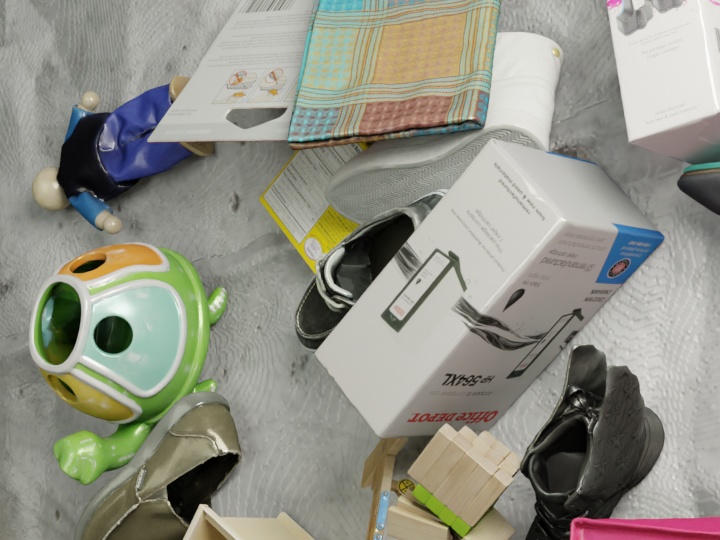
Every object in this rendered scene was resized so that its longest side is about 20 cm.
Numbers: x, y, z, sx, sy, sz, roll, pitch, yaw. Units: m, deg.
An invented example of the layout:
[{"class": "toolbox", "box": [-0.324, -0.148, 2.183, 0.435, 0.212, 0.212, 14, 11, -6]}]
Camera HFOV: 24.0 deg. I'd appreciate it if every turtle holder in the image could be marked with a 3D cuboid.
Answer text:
[{"class": "turtle holder", "box": [-0.208, 0.066, 1.390, 0.141, 0.132, 0.186, 43, 110, 34]}]

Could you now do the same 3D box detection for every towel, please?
[{"class": "towel", "box": [0.028, -0.170, 1.210, 0.147, 0.022, 0.200, -6, 49, 19]}]

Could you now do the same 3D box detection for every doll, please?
[{"class": "doll", "box": [-0.216, -0.096, 1.475, 0.200, 0.048, 0.137, -21, 70, 35]}]

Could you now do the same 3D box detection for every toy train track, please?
[{"class": "toy train track", "box": [0.025, 0.168, 1.216, 0.115, 0.033, 0.200, 121, 163, -58]}]

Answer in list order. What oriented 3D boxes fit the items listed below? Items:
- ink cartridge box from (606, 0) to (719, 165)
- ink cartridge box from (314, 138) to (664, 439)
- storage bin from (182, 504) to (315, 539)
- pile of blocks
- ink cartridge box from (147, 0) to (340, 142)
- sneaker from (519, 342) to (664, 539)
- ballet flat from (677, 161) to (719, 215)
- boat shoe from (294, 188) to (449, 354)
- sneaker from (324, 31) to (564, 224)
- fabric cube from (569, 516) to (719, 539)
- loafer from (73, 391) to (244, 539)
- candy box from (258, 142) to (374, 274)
[{"class": "ink cartridge box", "box": [0.213, -0.175, 1.094, 0.068, 0.115, 0.200, -17, 72, 36]}, {"class": "ink cartridge box", "box": [0.087, 0.018, 1.148, 0.200, 0.146, 0.084, -51, 61, 22]}, {"class": "storage bin", "box": [-0.071, 0.314, 1.267, 0.199, 0.094, 0.200, 36, 106, 37]}, {"class": "pile of blocks", "box": [0.067, 0.187, 1.168, 0.082, 0.062, 0.200, 19, 118, 24]}, {"class": "ink cartridge box", "box": [-0.043, -0.148, 1.289, 0.200, 0.044, 0.174, 3, 52, 39]}, {"class": "sneaker", "box": [0.135, 0.144, 1.116, 0.060, 0.104, 0.200, 36, 106, 36]}, {"class": "ballet flat", "box": [0.288, -0.043, 1.046, 0.200, 0.073, 0.073, -7, 79, 36]}, {"class": "boat shoe", "box": [0.000, 0.000, 1.222, 0.200, 0.071, 0.072, -44, 61, 41]}, {"class": "sneaker", "box": [0.066, -0.104, 1.230, 0.200, 0.074, 0.116, -18, 41, 41]}, {"class": "fabric cube", "box": [0.247, 0.241, 0.951, 0.200, 0.199, 0.196, 0, 82, 39]}, {"class": "loafer", "box": [-0.163, 0.190, 1.371, 0.200, 0.075, 0.070, -56, 50, 18]}, {"class": "candy box", "box": [0.005, -0.026, 1.298, 0.102, 0.026, 0.200, -49, 57, 18]}]
